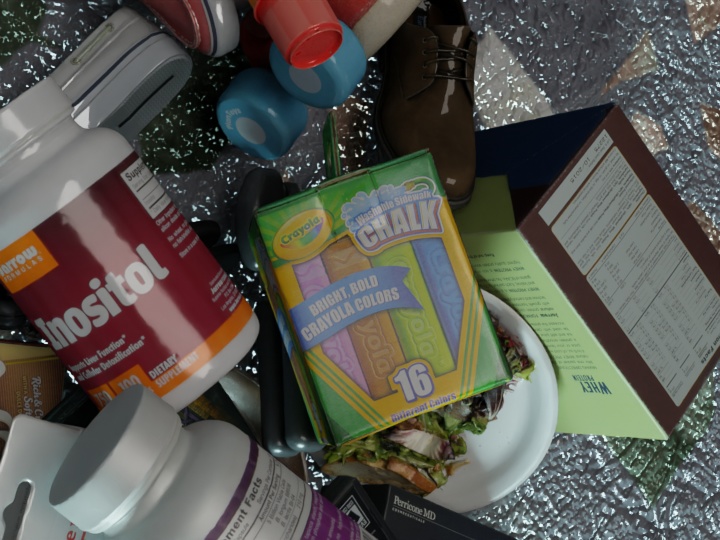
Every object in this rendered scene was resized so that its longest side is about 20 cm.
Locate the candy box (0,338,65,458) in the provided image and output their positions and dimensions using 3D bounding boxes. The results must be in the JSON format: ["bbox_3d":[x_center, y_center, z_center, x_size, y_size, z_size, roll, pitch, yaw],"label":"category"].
[{"bbox_3d":[-0.258,0.142,0.939,0.115,0.055,0.202,7,85,-35],"label":"candy box"}]

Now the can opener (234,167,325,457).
[{"bbox_3d":[-0.060,0.030,1.045,0.066,0.052,0.202,3,76,-42],"label":"can opener"}]

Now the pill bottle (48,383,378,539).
[{"bbox_3d":[-0.075,0.157,0.843,0.200,0.112,0.113,40,69,-17],"label":"pill bottle"}]

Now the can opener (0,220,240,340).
[{"bbox_3d":[-0.166,0.001,0.993,0.199,0.079,0.064,-7,52,-38],"label":"can opener"}]

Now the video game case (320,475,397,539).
[{"bbox_3d":[-0.025,0.266,0.948,0.200,0.025,0.181,-44,113,-30],"label":"video game case"}]

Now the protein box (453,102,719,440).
[{"bbox_3d":[0.145,0.005,1.107,0.135,0.198,0.200,-49,112,-26],"label":"protein box"}]

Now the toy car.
[{"bbox_3d":[-0.064,-0.219,1.014,0.200,0.177,0.185,41,58,-11],"label":"toy car"}]

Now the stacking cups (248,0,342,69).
[{"bbox_3d":[-0.068,-0.216,0.926,0.060,0.061,0.201,-20,69,-30],"label":"stacking cups"}]

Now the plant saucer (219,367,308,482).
[{"bbox_3d":[-0.130,0.160,1.033,0.199,0.034,0.202,2,87,-33],"label":"plant saucer"}]

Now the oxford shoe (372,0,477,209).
[{"bbox_3d":[0.051,-0.135,1.071,0.072,0.085,0.201,5,54,-18],"label":"oxford shoe"}]

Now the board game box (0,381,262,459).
[{"bbox_3d":[-0.160,0.141,0.963,0.200,0.028,0.136,-44,116,-30],"label":"board game box"}]

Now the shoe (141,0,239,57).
[{"bbox_3d":[-0.163,-0.206,0.963,0.091,0.072,0.201,-25,67,-25],"label":"shoe"}]

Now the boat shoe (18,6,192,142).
[{"bbox_3d":[-0.201,-0.091,0.980,0.200,0.074,0.067,-43,69,-11],"label":"boat shoe"}]

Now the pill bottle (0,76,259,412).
[{"bbox_3d":[-0.160,-0.010,0.892,0.113,0.113,0.201,-42,102,-25],"label":"pill bottle"}]

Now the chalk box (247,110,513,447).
[{"bbox_3d":[0.000,0.000,0.961,0.123,0.124,0.201,-20,86,-7],"label":"chalk box"}]

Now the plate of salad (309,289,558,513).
[{"bbox_3d":[0.043,0.098,1.066,0.201,0.199,0.048,59,21,-16],"label":"plate of salad"}]

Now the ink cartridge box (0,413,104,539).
[{"bbox_3d":[-0.156,0.161,0.903,0.199,0.068,0.117,24,76,-38],"label":"ink cartridge box"}]

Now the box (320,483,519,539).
[{"bbox_3d":[0.050,0.253,1.086,0.199,0.079,0.142,28,62,-38],"label":"box"}]
